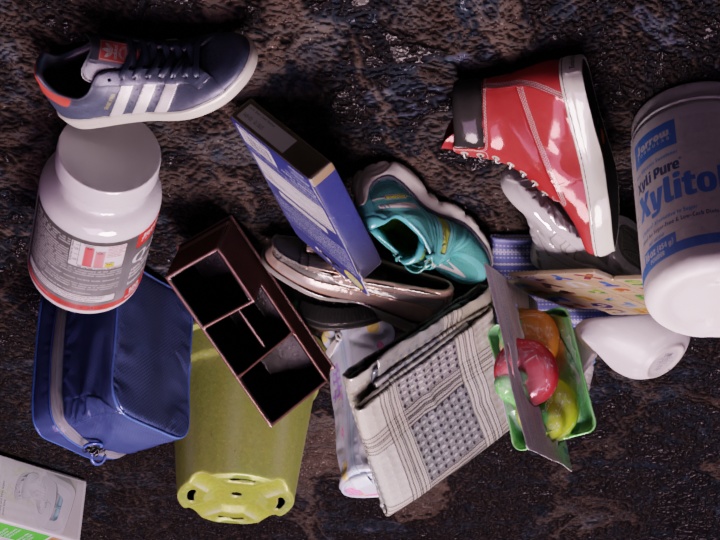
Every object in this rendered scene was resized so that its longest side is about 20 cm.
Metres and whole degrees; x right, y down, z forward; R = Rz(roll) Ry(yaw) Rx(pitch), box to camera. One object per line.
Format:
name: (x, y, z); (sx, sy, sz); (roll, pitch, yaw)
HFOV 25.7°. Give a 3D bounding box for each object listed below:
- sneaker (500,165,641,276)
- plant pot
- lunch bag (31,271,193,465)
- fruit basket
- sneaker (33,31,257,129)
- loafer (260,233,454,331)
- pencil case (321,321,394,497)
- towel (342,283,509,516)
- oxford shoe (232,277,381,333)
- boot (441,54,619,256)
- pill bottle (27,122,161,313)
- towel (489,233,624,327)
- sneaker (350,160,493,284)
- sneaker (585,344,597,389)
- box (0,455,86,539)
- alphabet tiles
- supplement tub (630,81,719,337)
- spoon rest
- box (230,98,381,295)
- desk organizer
sneaker: (0.193, -0.034, 1.547); (0.099, 0.078, 0.200); (-25, 130, 39)
plant pot: (-0.137, 0.178, 1.789); (0.200, 0.184, 0.200); (1, 147, 1)
lunch bag: (-0.268, 0.108, 1.673); (0.132, 0.200, 0.136); (-16, 148, 28)
fruit basket: (0.162, 0.101, 1.552); (0.094, 0.185, 0.200); (-19, 162, 21)
sneaker: (-0.189, -0.174, 1.354); (0.200, 0.075, 0.085); (-12, 149, 19)
loafer: (0.000, 0.000, 1.615); (0.200, 0.072, 0.063); (22, 129, -8)
pencil case: (0.007, 0.148, 1.730); (0.083, 0.200, 0.091); (-14, 154, 12)
towel: (0.080, 0.135, 1.627); (0.192, 0.035, 0.200); (-32, 128, -20)
oxford shoe: (-0.061, 0.038, 1.691); (0.200, 0.073, 0.084); (-1, 161, 10)
boot: (0.155, -0.094, 1.440); (0.144, 0.072, 0.200); (-10, 121, 18)
pill bottle: (-0.251, -0.055, 1.500); (0.116, 0.116, 0.200); (9, 146, -12)
towel: (0.212, 0.019, 1.691); (0.145, 0.024, 0.200); (-1, 145, 6)
sneaker: (0.057, -0.029, 1.564); (0.077, 0.080, 0.200); (-24, 140, 33)
sneaker: (0.181, 0.134, 1.784); (0.075, 0.087, 0.200); (17, 157, -38)
box: (-0.495, 0.327, 2.106); (0.176, 0.097, 0.200); (23, 142, -34)
alphabet tiles: (0.246, 0.023, 1.592); (0.166, 0.006, 0.200); (-3, 166, 40)
supplement tub: (0.312, -0.054, 1.411); (0.132, 0.200, 0.132); (0, 146, 0)
spoon rest: (0.287, 0.080, 1.712); (0.200, 0.061, 0.099); (0, 133, -46)
box: (-0.045, -0.066, 1.488); (0.032, 0.121, 0.200); (-42, 145, -12)
desk organizer: (-0.112, 0.054, 1.605); (0.072, 0.077, 0.200); (-28, 108, 17)
